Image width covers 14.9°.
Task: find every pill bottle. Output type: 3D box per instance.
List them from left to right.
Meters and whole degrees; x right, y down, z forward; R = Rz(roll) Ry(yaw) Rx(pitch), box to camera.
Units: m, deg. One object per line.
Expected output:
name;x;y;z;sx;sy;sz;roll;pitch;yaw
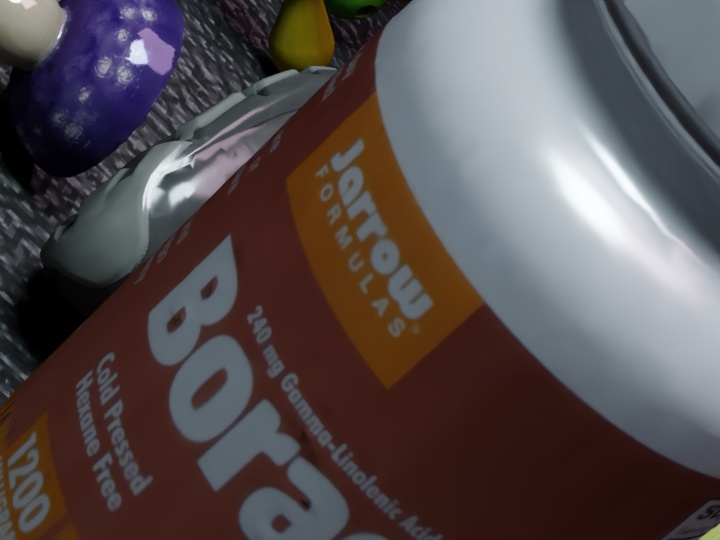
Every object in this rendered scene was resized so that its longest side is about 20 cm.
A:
pill bottle;0.021;0.014;0.527;0.112;0.200;0.112;34;30;-23

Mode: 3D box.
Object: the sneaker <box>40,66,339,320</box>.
sneaker;0.000;0.000;0.670;0.079;0.075;0.200;59;26;13

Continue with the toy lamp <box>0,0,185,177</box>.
toy lamp;-0.127;-0.093;0.603;0.200;0.058;0.058;37;28;-30

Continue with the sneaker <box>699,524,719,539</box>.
sneaker;0.061;0.030;0.624;0.200;0.075;0.077;-92;167;-64

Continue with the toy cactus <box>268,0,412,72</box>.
toy cactus;-0.023;-0.158;0.774;0.200;0.102;0.166;41;63;-41
